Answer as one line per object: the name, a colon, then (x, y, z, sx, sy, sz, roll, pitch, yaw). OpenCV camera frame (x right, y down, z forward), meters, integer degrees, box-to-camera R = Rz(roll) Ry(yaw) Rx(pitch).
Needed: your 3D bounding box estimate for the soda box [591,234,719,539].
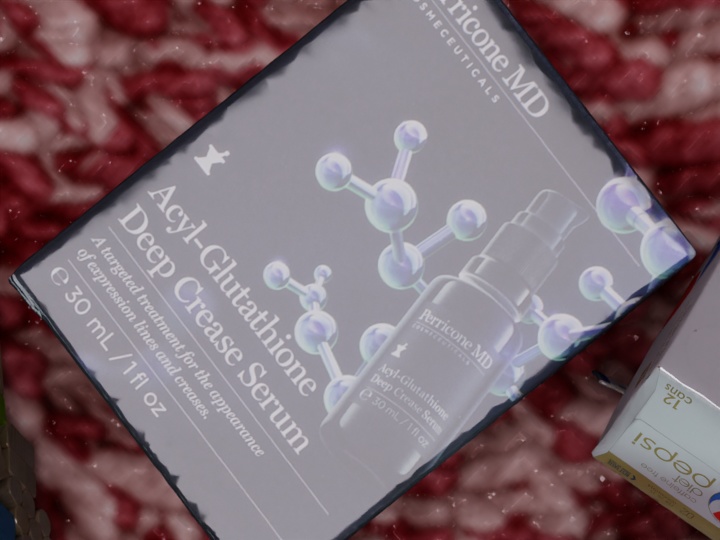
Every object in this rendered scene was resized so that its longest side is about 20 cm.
soda box: (0.157, 0.002, 0.827, 0.068, 0.064, 0.200, 33, 52, 4)

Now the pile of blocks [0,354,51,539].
pile of blocks: (-0.159, 0.094, 0.889, 0.062, 0.082, 0.202, -17, 87, 14)

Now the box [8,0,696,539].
box: (0.000, 0.000, 0.868, 0.200, 0.107, 0.149, -39, 86, 1)

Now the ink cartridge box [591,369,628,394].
ink cartridge box: (0.169, 0.095, 0.862, 0.199, 0.095, 0.037, 29, 92, 4)
